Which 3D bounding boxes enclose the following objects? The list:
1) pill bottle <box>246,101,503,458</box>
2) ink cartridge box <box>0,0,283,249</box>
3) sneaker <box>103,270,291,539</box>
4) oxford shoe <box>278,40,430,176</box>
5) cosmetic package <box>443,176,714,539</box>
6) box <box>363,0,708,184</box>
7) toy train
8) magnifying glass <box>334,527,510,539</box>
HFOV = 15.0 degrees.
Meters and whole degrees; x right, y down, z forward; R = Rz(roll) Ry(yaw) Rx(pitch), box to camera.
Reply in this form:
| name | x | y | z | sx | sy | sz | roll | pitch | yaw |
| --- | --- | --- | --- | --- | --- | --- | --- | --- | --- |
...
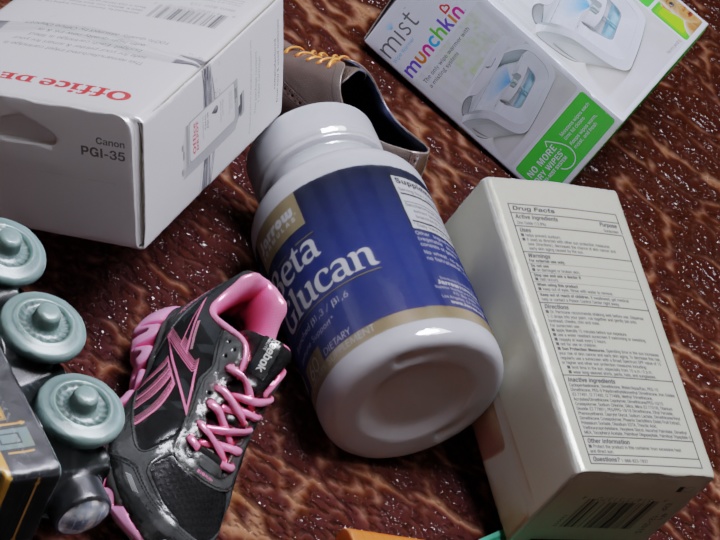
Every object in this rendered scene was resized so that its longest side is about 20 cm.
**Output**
| name | x | y | z | sx | sy | sz | roll | pitch | yaw |
| --- | --- | --- | --- | --- | --- | --- | --- | --- | --- |
| pill bottle | 0.000 | 0.000 | 1.593 | 0.111 | 0.111 | 0.200 | 10 | 42 | -36 |
| ink cartridge box | -0.147 | -0.098 | 1.547 | 0.146 | 0.083 | 0.200 | 11 | 29 | 18 |
| sneaker | -0.080 | 0.071 | 1.438 | 0.079 | 0.095 | 0.200 | 43 | 30 | -27 |
| oxford shoe | -0.032 | -0.119 | 1.741 | 0.200 | 0.073 | 0.071 | 45 | 34 | 11 |
| cosmetic package | 0.118 | 0.054 | 1.597 | 0.103 | 0.087 | 0.201 | 5 | 54 | -30 |
| box | 0.125 | -0.166 | 1.929 | 0.176 | 0.097 | 0.200 | 42 | 34 | 3 |
| toy train | -0.198 | 0.052 | 1.376 | 0.114 | 0.085 | 0.200 | -6 | 52 | -35 |
| magnifying glass | 0.071 | 0.168 | 1.540 | 0.199 | 0.022 | 0.080 | 11 | 42 | -34 |
